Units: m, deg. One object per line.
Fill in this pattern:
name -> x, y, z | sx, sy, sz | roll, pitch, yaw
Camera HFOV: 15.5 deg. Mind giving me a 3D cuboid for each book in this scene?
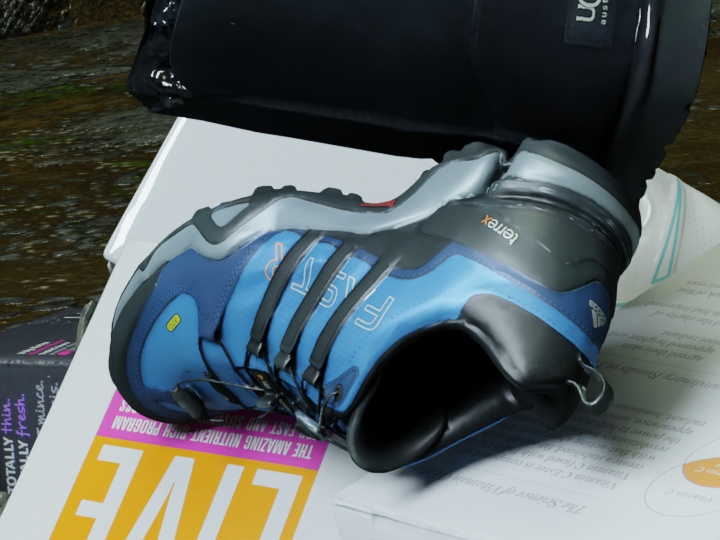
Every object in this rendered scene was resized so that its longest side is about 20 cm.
book -> -0.052, 0.087, 0.887 | 0.133, 0.048, 0.201 | 5, 59, 27

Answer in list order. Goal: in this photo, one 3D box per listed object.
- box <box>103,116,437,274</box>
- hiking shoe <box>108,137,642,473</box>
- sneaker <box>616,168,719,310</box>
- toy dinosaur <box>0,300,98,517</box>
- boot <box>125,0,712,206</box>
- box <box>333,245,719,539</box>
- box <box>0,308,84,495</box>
box -> 0.000, 0.000, 1.141 | 0.200, 0.107, 0.152 | 30, -4, -3
hiking shoe -> -0.009, 0.021, 0.815 | 0.200, 0.074, 0.087 | -19, 44, 37
sneaker -> 0.088, 0.045, 1.004 | 0.070, 0.080, 0.201 | -29, 26, 54
toy dinosaur -> -0.138, 0.111, 0.947 | 0.047, 0.200, 0.088 | 28, -18, -2
boot -> 0.012, -0.059, 0.845 | 0.167, 0.077, 0.200 | 11, -20, -2
box -> 0.121, 0.084, 0.836 | 0.200, 0.107, 0.152 | -31, 25, -33
box -> -0.051, 0.083, 1.012 | 0.199, 0.123, 0.106 | 1, 10, 26
